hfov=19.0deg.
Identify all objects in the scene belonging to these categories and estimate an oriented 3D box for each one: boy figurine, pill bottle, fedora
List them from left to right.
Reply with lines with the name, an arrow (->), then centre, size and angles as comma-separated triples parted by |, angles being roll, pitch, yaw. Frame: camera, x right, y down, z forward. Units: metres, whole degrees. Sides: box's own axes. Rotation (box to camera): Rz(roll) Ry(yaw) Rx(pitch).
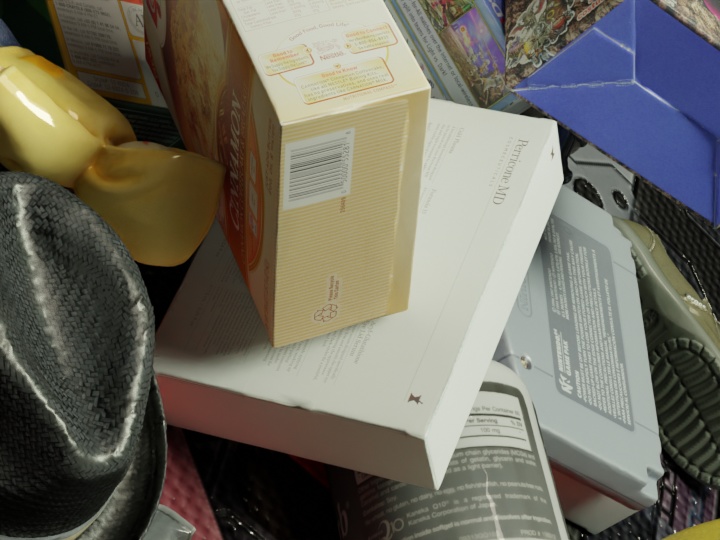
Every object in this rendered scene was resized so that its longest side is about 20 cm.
fedora -> -0.144, 0.033, 0.895 | 0.200, 0.092, 0.202 | 18, 56, -29
boy figurine -> -0.148, -0.080, 0.992 | 0.200, 0.065, 0.124 | 40, 6, 15
pill bottle -> 0.043, 0.115, 1.105 | 0.115, 0.116, 0.201 | 17, 49, -42

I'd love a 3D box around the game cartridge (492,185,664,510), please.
game cartridge -> 0.113, 0.031, 1.245 | 0.133, 0.040, 0.201 | 32, 40, -35

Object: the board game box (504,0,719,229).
board game box -> 0.167, -0.154, 1.165 | 0.159, 0.097, 0.201 | 30, 42, -28

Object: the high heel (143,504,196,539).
high heel -> -0.048, 0.185, 0.934 | 0.199, 0.072, 0.143 | 27, 28, 11

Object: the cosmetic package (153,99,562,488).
cosmetic package -> 0.000, 0.000, 1.078 | 0.052, 0.150, 0.201 | 73, 35, -50

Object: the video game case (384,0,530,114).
video game case -> -0.008, -0.140, 1.195 | 0.045, 0.181, 0.201 | -18, 76, -56

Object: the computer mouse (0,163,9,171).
computer mouse -> -0.188, -0.008, 0.979 | 0.139, 0.053, 0.200 | 53, 34, -3

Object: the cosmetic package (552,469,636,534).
cosmetic package -> 0.099, 0.040, 1.297 | 0.150, 0.052, 0.201 | 31, 41, -35

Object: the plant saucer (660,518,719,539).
plant saucer -> 0.120, 0.238, 1.064 | 0.048, 0.201, 0.200 | 23, 35, 7

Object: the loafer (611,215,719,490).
loafer -> 0.213, 0.048, 1.406 | 0.069, 0.075, 0.201 | -14, 73, -50

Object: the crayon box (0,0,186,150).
crayon box -> -0.146, -0.160, 1.159 | 0.125, 0.051, 0.201 | 7, 58, -48

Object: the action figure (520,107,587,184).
action figure -> 0.076, -0.131, 1.261 | 0.105, 0.192, 0.201 | 58, 35, -68

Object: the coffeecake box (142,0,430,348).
coffeecake box -> -0.041, -0.093, 1.009 | 0.073, 0.154, 0.201 | -15, 53, -15
